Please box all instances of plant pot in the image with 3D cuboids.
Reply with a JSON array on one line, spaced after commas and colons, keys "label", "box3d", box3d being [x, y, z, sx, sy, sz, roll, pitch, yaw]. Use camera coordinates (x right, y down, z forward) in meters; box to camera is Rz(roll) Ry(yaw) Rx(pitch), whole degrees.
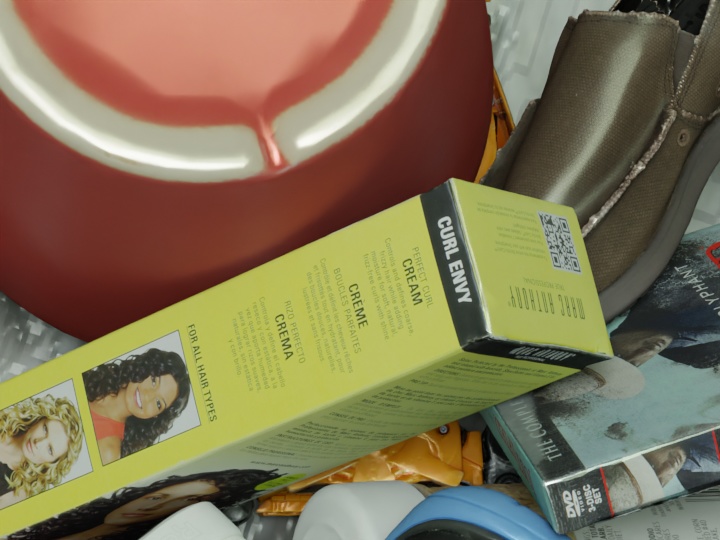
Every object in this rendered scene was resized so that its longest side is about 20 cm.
[{"label": "plant pot", "box3d": [-0.048, -0.080, 0.767, 0.199, 0.177, 0.202, 1, 80, -4]}]

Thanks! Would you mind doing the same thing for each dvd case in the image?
[{"label": "dvd case", "box3d": [0.133, 0.016, 0.786, 0.199, 0.146, 0.022, -18, 111, -4]}]

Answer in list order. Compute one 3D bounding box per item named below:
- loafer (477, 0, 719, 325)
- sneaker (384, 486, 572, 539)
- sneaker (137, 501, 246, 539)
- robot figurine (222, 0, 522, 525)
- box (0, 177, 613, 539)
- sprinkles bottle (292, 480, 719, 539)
[{"label": "loafer", "box3d": [0.077, -0.051, 0.828, 0.200, 0.073, 0.071, -50, 125, -31]}, {"label": "sneaker", "box3d": [0.076, 0.145, 0.715, 0.199, 0.071, 0.083, 37, 71, 19]}, {"label": "sneaker", "box3d": [-0.081, 0.150, 0.721, 0.085, 0.073, 0.200, 40, 56, 15]}, {"label": "robot figurine", "box3d": [0.000, 0.000, 0.880, 0.144, 0.058, 0.202, 0, 76, -5]}, {"label": "box", "box3d": [-0.028, 0.034, 0.766, 0.199, 0.075, 0.050, -25, 71, 30]}, {"label": "sprinkles bottle", "box3d": [0.078, 0.100, 0.828, 0.199, 0.068, 0.069, 0, 75, -26]}]
